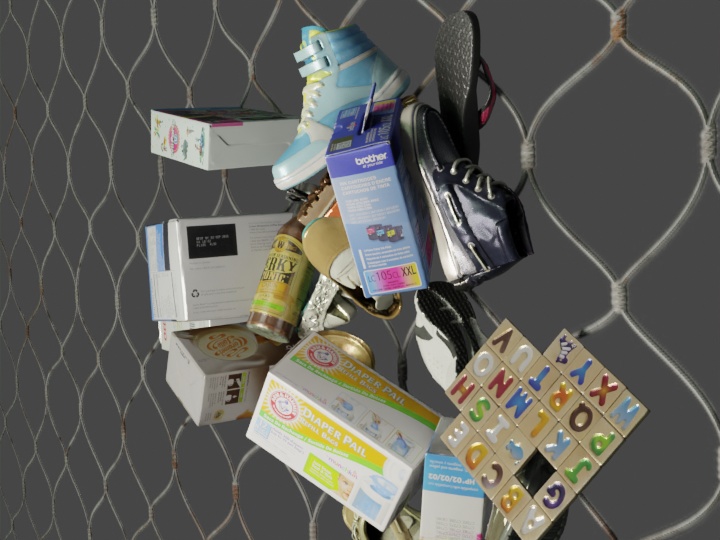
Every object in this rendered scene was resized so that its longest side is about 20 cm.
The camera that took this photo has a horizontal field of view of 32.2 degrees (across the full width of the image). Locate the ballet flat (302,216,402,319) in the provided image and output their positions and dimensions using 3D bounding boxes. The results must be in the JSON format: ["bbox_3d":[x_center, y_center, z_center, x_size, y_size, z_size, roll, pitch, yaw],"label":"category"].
[{"bbox_3d":[0.000,0.000,1.419,0.069,0.200,0.063,-44,58,3],"label":"ballet flat"}]

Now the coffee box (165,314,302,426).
[{"bbox_3d":[-0.137,0.126,1.619,0.114,0.198,0.081,44,132,48],"label":"coffee box"}]

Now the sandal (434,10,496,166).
[{"bbox_3d":[0.114,-0.181,1.312,0.075,0.045,0.202,-132,32,-51],"label":"sandal"}]

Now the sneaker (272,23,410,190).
[{"bbox_3d":[-0.052,-0.195,1.406,0.131,0.200,0.079,49,166,-14],"label":"sneaker"}]

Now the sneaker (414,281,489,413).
[{"bbox_3d":[0.115,0.106,1.332,0.080,0.073,0.201,98,155,-47],"label":"sneaker"}]

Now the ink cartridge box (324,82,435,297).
[{"bbox_3d":[0.020,-0.093,1.324,0.137,0.075,0.202,-78,-27,-62],"label":"ink cartridge box"}]

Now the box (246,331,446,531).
[{"bbox_3d":[-0.016,0.181,1.429,0.199,0.101,0.113,32,128,14],"label":"box"}]

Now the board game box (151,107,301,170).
[{"bbox_3d":[-0.183,-0.183,1.704,0.199,0.146,0.065,18,111,57],"label":"board game box"}]

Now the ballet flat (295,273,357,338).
[{"bbox_3d":[-0.028,0.028,1.557,0.072,0.071,0.201,61,144,35],"label":"ballet flat"}]

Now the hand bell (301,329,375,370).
[{"bbox_3d":[-0.040,0.183,1.601,0.104,0.103,0.201,56,152,40],"label":"hand bell"}]

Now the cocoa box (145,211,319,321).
[{"bbox_3d":[-0.169,-0.005,1.653,0.131,0.198,0.135,-5,90,61],"label":"cocoa box"}]

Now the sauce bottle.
[{"bbox_3d":[-0.087,-0.012,1.589,0.064,0.064,0.202,-7,63,59],"label":"sauce bottle"}]

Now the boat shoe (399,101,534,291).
[{"bbox_3d":[0.113,-0.086,1.276,0.092,0.074,0.202,-19,91,38],"label":"boat shoe"}]

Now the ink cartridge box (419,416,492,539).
[{"bbox_3d":[0.101,0.270,1.311,0.115,0.067,0.203,-44,-42,-72],"label":"ink cartridge box"}]

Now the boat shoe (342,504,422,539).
[{"bbox_3d":[0.027,0.311,1.501,0.200,0.063,0.074,18,109,57],"label":"boat shoe"}]

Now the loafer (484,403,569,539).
[{"bbox_3d":[0.169,0.211,1.246,0.070,0.074,0.202,42,120,53],"label":"loafer"}]

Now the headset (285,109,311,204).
[{"bbox_3d":[-0.036,-0.176,1.508,0.123,0.093,0.203,14,95,58],"label":"headset"}]

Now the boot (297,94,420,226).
[{"bbox_3d":[0.026,-0.107,1.442,0.200,0.107,0.075,-50,12,22],"label":"boot"}]

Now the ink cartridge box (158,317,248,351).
[{"bbox_3d":[-0.232,0.054,1.883,0.199,0.083,0.147,8,100,59],"label":"ink cartridge box"}]

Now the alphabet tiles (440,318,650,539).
[{"bbox_3d":[0.162,0.137,1.194,0.168,0.008,0.200,-51,42,9],"label":"alphabet tiles"}]
